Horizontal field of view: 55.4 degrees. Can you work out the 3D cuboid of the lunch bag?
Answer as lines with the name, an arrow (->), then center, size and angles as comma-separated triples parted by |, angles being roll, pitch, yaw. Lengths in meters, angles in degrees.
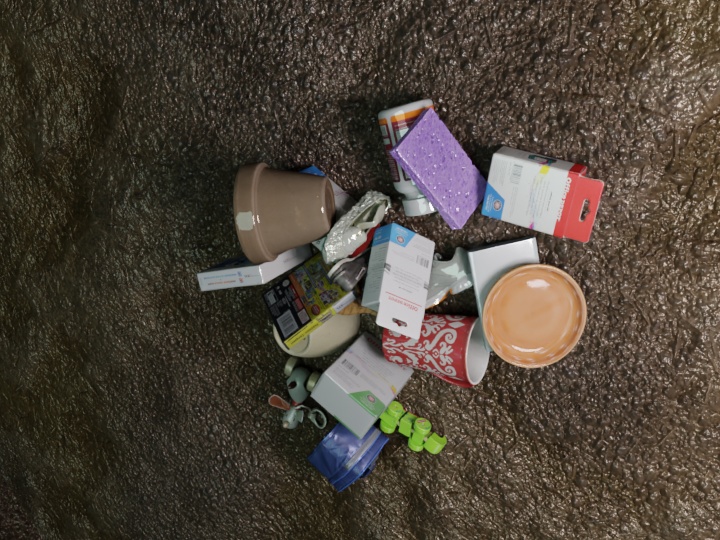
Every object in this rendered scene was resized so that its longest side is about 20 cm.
lunch bag -> -0.027, 0.425, 1.595 | 0.132, 0.136, 0.201 | 44, 147, 9

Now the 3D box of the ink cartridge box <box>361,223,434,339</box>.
ink cartridge box -> 0.071, 0.025, 1.346 | 0.066, 0.114, 0.205 | -13, 60, 54

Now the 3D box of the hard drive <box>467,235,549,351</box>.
hard drive -> 0.287, 0.046, 1.323 | 0.129, 0.026, 0.205 | -12, 104, 4

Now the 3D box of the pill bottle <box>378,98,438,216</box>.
pill bottle -> 0.106, -0.214, 1.306 | 0.107, 0.109, 0.205 | -7, 105, 31

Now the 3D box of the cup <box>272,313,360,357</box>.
cup -> -0.117, 0.115, 1.540 | 0.196, 0.143, 0.205 | 11, 114, 25

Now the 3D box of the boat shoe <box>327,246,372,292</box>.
boat shoe -> 0.000, 0.000, 1.392 | 0.057, 0.199, 0.067 | 49, 119, 8

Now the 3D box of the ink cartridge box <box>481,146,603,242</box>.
ink cartridge box -> 0.328, -0.137, 1.227 | 0.196, 0.067, 0.119 | 19, 118, 22

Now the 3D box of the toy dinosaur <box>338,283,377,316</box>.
toy dinosaur -> -0.014, 0.073, 1.500 | 0.060, 0.196, 0.109 | -12, 74, 62

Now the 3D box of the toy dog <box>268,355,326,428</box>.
toy dog -> -0.160, 0.314, 1.668 | 0.129, 0.096, 0.205 | 7, 112, 27

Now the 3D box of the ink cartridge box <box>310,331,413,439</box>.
ink cartridge box -> 0.008, 0.242, 1.485 | 0.144, 0.200, 0.088 | 37, 126, 10

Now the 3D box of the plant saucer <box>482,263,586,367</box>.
plant saucer -> 0.326, 0.083, 1.301 | 0.195, 0.038, 0.205 | 0, 104, 0

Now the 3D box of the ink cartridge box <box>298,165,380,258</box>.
ink cartridge box -> -0.067, -0.113, 1.469 | 0.199, 0.067, 0.117 | 40, 122, 11

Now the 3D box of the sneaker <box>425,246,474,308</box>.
sneaker -> 0.152, 0.019, 1.401 | 0.198, 0.075, 0.093 | -29, 86, 27

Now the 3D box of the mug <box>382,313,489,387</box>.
mug -> 0.155, 0.171, 1.418 | 0.196, 0.133, 0.182 | 6, 110, 31

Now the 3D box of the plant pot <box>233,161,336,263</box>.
plant pot -> -0.141, -0.122, 1.374 | 0.170, 0.201, 0.205 | -5, 108, 9

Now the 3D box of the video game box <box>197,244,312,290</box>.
video game box -> -0.232, -0.013, 1.522 | 0.179, 0.199, 0.048 | -4, 106, 29

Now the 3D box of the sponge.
sponge -> 0.149, -0.184, 1.253 | 0.200, 0.112, 0.030 | 47, 160, -24

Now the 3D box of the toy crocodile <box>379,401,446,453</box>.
toy crocodile -> 0.105, 0.347, 1.559 | 0.197, 0.061, 0.069 | 29, 121, 23

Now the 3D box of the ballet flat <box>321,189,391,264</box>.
ballet flat -> -0.003, -0.090, 1.363 | 0.071, 0.201, 0.072 | 27, 149, 18

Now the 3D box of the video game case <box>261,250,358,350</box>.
video game case -> -0.111, 0.054, 1.445 | 0.179, 0.200, 0.026 | -37, 125, -1
